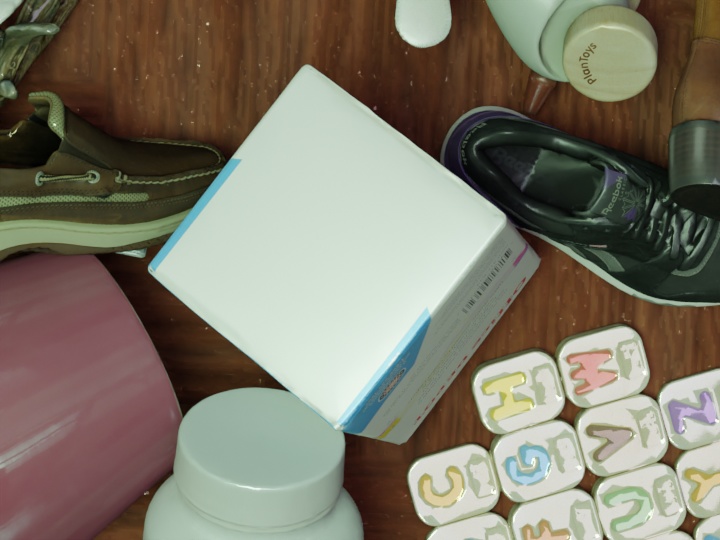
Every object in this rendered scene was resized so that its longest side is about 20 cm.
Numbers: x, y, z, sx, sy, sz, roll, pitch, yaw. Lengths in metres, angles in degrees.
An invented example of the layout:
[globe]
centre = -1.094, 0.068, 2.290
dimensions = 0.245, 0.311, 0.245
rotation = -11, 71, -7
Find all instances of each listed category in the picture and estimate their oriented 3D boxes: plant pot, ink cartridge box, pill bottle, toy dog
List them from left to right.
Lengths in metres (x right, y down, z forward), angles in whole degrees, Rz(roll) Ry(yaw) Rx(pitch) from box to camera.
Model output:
[plant pot]
centre = -0.195, 0.081, 1.071
dimensions = 0.179, 0.200, 0.200
rotation = -28, 95, -18
[pill bottle]
centre = -0.056, 0.163, 1.077
dimensions = 0.111, 0.111, 0.200
rotation = 3, 123, -5
[ink cartridge box]
centre = 0.000, 0.000, 1.077
dimensions = 0.125, 0.200, 0.129
rotation = 38, 90, 12
[toy dog]
centre = 0.064, -0.149, 1.115
dimensions = 0.200, 0.132, 0.096
rotation = 40, 122, 2

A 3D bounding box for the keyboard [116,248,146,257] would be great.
[keyboard]
centre = -0.209, -0.039, 1.120
dimensions = 0.200, 0.056, 0.011
rotation = 11, 121, -5

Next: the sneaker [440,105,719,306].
[sneaker]
centre = 0.140, -0.028, 1.129
dimensions = 0.200, 0.088, 0.076
rotation = 18, 92, -6

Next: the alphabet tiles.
[alphabet tiles]
centre = 0.132, 0.136, 1.177
dimensions = 0.195, 0.015, 0.200
rotation = -16, 95, -3

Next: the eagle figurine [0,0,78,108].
[eagle figurine]
centre = -0.259, -0.143, 1.076
dimensions = 0.200, 0.152, 0.151
rotation = 33, 111, -11

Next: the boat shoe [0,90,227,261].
[boat shoe]
centre = -0.150, -0.051, 1.059
dimensions = 0.202, 0.075, 0.075
rotation = -13, 121, -36

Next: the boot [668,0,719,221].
[boot]
centre = 0.242, -0.110, 1.143
dimensions = 0.188, 0.068, 0.200
rotation = 17, 70, -26
